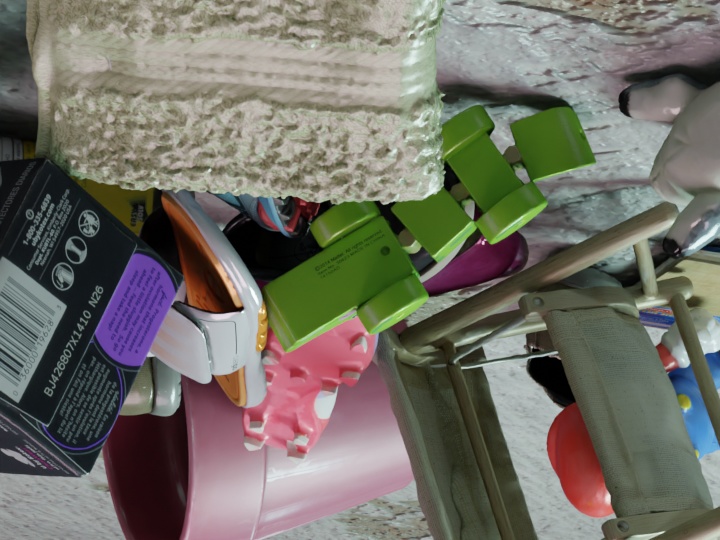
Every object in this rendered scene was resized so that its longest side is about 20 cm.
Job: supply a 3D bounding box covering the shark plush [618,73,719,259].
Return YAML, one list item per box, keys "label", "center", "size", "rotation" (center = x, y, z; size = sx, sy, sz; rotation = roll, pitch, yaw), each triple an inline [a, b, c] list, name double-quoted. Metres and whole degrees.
- label: "shark plush"
  center: [0.215, -0.087, 1.280]
  size: [0.083, 0.091, 0.200]
  rotation: [-5, 153, -46]

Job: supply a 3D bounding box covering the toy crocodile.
- label: "toy crocodile"
  center: [0.035, -0.024, 1.347]
  size: [0.199, 0.068, 0.062]
  rotation: [-36, 171, 1]

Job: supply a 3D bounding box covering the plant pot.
- label: "plant pot"
  center: [-0.061, 0.090, 1.669]
  size: [0.178, 0.202, 0.200]
  rotation: [-6, 167, -22]

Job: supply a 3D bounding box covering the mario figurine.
- label: "mario figurine"
  center: [0.203, 0.105, 1.597]
  size: [0.199, 0.124, 0.106]
  rotation: [-22, 160, -49]

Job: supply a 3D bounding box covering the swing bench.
- label: "swing bench"
  center: [0.122, 0.097, 1.465]
  size: [0.198, 0.200, 0.130]
  rotation: [-18, 153, 4]

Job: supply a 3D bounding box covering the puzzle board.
- label: "puzzle board"
  center: [0.271, 0.020, 1.622]
  size: [0.198, 0.018, 0.151]
  rotation: [9, 163, -12]

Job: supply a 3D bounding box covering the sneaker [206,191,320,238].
- label: "sneaker"
  center: [-0.078, -0.083, 1.316]
  size: [0.095, 0.080, 0.200]
  rotation: [12, 161, 26]

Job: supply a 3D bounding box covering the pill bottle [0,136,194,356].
- label: "pill bottle"
  center: [-0.201, -0.019, 1.450]
  size: [0.198, 0.113, 0.112]
  rotation: [9, 162, -13]

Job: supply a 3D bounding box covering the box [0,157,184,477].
- label: "box"
  center: [-0.205, 0.024, 1.275]
  size: [0.199, 0.123, 0.106]
  rotation: [-3, 144, 47]

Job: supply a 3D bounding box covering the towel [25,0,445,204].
- label: "towel"
  center: [-0.058, -0.096, 1.177]
  size: [0.198, 0.037, 0.149]
  rotation: [4, 126, 7]

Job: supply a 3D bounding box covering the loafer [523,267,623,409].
- label: "loafer"
  center: [0.133, 0.056, 1.652]
  size: [0.075, 0.070, 0.200]
  rotation: [21, 163, 17]

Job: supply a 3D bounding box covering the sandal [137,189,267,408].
- label: "sandal"
  center: [-0.090, 0.032, 1.372]
  size: [0.059, 0.079, 0.207]
  rotation: [-32, 153, -14]

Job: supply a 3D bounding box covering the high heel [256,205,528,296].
- label: "high heel"
  center: [0.000, 0.000, 1.521]
  size: [0.198, 0.068, 0.096]
  rotation: [-6, 170, 16]

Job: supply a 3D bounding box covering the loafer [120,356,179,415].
- label: "loafer"
  center: [-0.173, 0.042, 1.587]
  size: [0.069, 0.076, 0.200]
  rotation: [-5, -169, -23]

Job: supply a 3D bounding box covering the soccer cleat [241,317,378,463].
- label: "soccer cleat"
  center: [-0.030, 0.043, 1.480]
  size: [0.066, 0.077, 0.200]
  rotation: [14, 150, -5]

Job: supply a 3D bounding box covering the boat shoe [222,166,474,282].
- label: "boat shoe"
  center: [-0.015, -0.027, 1.446]
  size: [0.066, 0.075, 0.199]
  rotation: [2, 176, -35]
